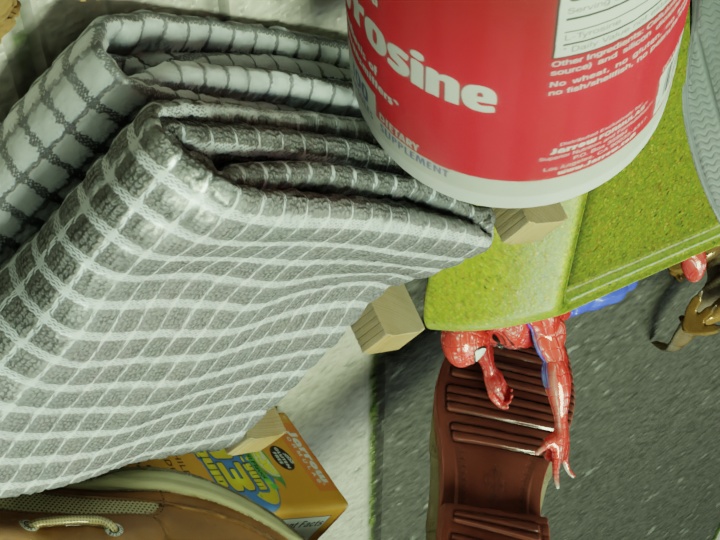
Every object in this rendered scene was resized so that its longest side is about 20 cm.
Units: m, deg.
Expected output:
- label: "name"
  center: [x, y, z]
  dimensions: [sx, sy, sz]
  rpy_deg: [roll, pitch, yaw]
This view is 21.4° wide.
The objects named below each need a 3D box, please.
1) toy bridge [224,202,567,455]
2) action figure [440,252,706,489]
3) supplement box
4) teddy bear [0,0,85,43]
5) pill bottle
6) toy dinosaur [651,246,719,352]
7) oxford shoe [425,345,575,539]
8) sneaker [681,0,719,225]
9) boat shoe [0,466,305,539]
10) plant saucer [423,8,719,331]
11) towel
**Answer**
- label: "toy bridge"
  center: [0.000, 0.000, 0.769]
  dimensions: [0.027, 0.068, 0.200]
  rpy_deg: [-6, 154, -48]
- label: "action figure"
  center: [0.097, 0.035, 0.908]
  dimensions: [0.199, 0.065, 0.100]
  rpy_deg: [-16, 108, -52]
- label: "supplement box"
  center: [-0.091, 0.104, 0.849]
  dimensions: [0.069, 0.067, 0.200]
  rpy_deg: [-46, 156, 18]
- label: "teddy bear"
  center: [-0.079, -0.120, 0.457]
  dimensions: [0.200, 0.067, 0.145]
  rpy_deg: [-52, 162, 20]
- label: "pill bottle"
  center: [0.049, -0.112, 0.572]
  dimensions: [0.112, 0.113, 0.200]
  rpy_deg: [-30, 156, -13]
- label: "toy dinosaur"
  center: [0.211, 0.009, 1.100]
  dimensions: [0.106, 0.061, 0.200]
  rpy_deg: [-13, 148, -46]
- label: "oxford shoe"
  center: [0.060, 0.102, 0.938]
  dimensions: [0.070, 0.201, 0.075]
  rpy_deg: [15, 140, -2]
- label: "sneaker"
  center: [0.149, -0.096, 0.659]
  dimensions: [0.072, 0.202, 0.071]
  rpy_deg: [-7, 178, 28]
- label: "boat shoe"
  center: [-0.112, 0.115, 0.706]
  dimensions: [0.198, 0.074, 0.076]
  rpy_deg: [15, 122, -13]
- label: "plant saucer"
  center: [0.127, -0.069, 0.782]
  dimensions: [0.199, 0.048, 0.201]
  rpy_deg: [-22, 138, -31]
- label: "towel"
  center: [-0.061, 0.001, 0.669]
  dimensions: [0.166, 0.086, 0.199]
  rpy_deg: [-47, 155, 26]
